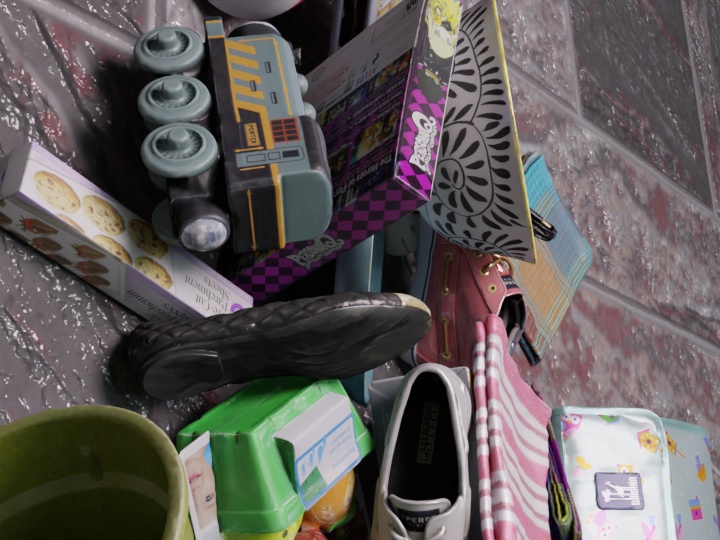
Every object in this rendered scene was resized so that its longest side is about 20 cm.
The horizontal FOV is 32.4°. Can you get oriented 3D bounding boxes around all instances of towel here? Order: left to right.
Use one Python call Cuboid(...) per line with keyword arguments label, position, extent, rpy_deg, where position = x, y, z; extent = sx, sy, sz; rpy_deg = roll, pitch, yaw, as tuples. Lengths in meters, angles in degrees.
Cuboid(label="towel", position=(0.114, 0.150, 0.882), extent=(0.146, 0.030, 0.200), rpy_deg=(58, 26, -49))
Cuboid(label="towel", position=(0.181, -0.017, 1.270), extent=(0.147, 0.022, 0.200), rpy_deg=(59, 36, -19))
Cuboid(label="towel", position=(0.158, 0.202, 1.042), extent=(0.200, 0.023, 0.144), rpy_deg=(-96, 179, -60))

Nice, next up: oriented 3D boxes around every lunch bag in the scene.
Cuboid(label="lunch bag", position=(0.252, 0.224, 1.182), extent=(0.200, 0.122, 0.171), rpy_deg=(21, 60, -42))

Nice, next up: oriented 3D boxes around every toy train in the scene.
Cuboid(label="toy train", position=(-0.084, -0.091, 0.798), extent=(0.085, 0.114, 0.200), rpy_deg=(91, -10, -45))

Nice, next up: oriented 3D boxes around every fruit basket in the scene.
Cuboid(label="fruit basket", position=(-0.038, 0.173, 0.811), extent=(0.185, 0.094, 0.201), rpy_deg=(-32, 106, -57))

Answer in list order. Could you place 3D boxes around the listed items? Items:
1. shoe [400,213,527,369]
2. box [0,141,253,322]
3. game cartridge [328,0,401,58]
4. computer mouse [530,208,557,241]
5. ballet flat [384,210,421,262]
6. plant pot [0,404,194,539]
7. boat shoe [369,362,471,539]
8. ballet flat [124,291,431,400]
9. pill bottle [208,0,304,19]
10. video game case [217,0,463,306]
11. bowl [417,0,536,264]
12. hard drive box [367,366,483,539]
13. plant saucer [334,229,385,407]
Cuboid(label="shoe", position=(0.096, -0.007, 1.012), extent=(0.071, 0.091, 0.201), rpy_deg=(4, 99, -55))
Cuboid(label="box", position=(-0.147, -0.008, 0.778), extent=(0.200, 0.039, 0.042), rpy_deg=(40, 44, -40))
Cuboid(label="game cartridge", position=(0.020, -0.216, 1.001), extent=(0.133, 0.041, 0.200), rpy_deg=(-47, 155, -43))
Cuboid(label="computer mouse", position=(0.094, -0.091, 1.089), extent=(0.200, 0.034, 0.059), rpy_deg=(33, 12, -9))
Cuboid(label="ballet flat", position=(0.050, -0.044, 1.067), extent=(0.200, 0.068, 0.073), rpy_deg=(15, 80, -57))
Cuboid(label="plant pot", position=(-0.135, 0.201, 0.594), extent=(0.185, 0.200, 0.201), rpy_deg=(65, 33, -32))
Cuboid(label="boat shoe", position=(0.041, 0.160, 0.814), extent=(0.066, 0.072, 0.201), rpy_deg=(48, 51, -75))
Cuboid(label="ballet flat", position=(-0.050, 0.038, 0.789), extent=(0.057, 0.199, 0.067), rpy_deg=(-116, -155, -48))
Cuboid(label="pill bottle", position=(-0.048, -0.274, 0.970), extent=(0.200, 0.112, 0.113), rpy_deg=(-44, 113, -53))
Cuboid(label="video game case", position=(-0.017, -0.084, 0.855), extent=(0.036, 0.200, 0.182), rpy_deg=(32, 49, -26))
Cuboid(label="bowl", position=(0.069, -0.097, 0.913), extent=(0.201, 0.094, 0.201), rpy_deg=(-9, 90, -83))
Cuboid(label="hard drive box", position=(0.079, 0.165, 0.945), extent=(0.200, 0.077, 0.156), rpy_deg=(31, 50, -70))
Cuboid(label="plant saucer", position=(0.000, 0.000, 0.917), extent=(0.200, 0.027, 0.201), rpy_deg=(5, 90, -87))
